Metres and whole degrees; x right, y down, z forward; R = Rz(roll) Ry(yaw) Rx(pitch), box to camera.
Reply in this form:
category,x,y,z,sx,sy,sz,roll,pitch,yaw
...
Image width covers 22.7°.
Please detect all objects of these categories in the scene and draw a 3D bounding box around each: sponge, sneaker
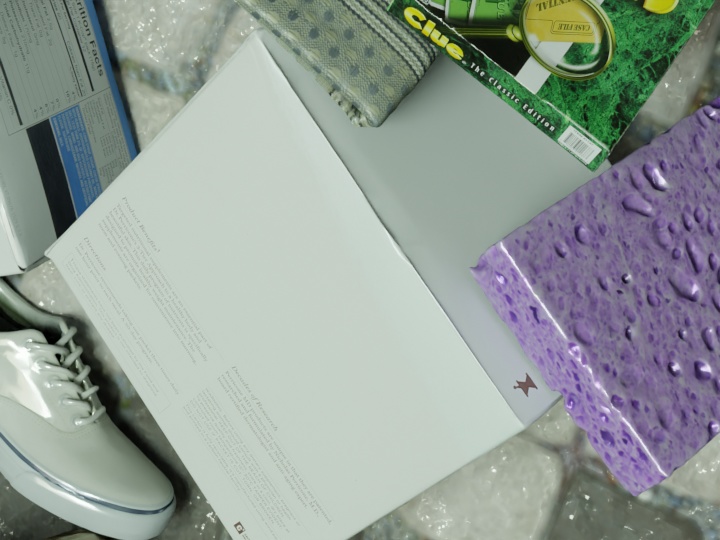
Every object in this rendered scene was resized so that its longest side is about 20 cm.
category,x,y,z,sx,sy,sz,roll,pitch,yaw
sponge,0.146,-0.005,0.741,0.112,0.199,0.030,55,146,5
sneaker,-0.175,0.066,0.977,0.199,0.073,0.071,38,118,13

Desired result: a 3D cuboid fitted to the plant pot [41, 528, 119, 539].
category,x,y,z,sx,sy,sz,roll,pitch,yaw
plant pot,-0.180,0.241,0.968,0.199,0.200,0.186,-14,85,27

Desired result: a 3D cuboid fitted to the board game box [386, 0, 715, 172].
category,x,y,z,sx,sy,sz,roll,pitch,yaw
board game box,0.106,-0.144,0.730,0.104,0.201,0.023,38,154,-3

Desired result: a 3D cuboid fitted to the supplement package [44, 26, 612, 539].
category,x,y,z,sx,sy,sz,roll,pitch,yaw
supplement package,0.000,0.000,0.808,0.192,0.147,0.200,55,136,3

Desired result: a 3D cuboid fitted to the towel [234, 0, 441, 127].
category,x,y,z,sx,sy,sz,roll,pitch,yaw
towel,-0.019,-0.183,0.721,0.200,0.193,0.034,42,154,-12

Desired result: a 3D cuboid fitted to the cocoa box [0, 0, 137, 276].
category,x,y,z,sx,sy,sz,roll,pitch,yaw
cocoa box,-0.236,-0.067,0.937,0.198,0.131,0.135,-8,106,27
